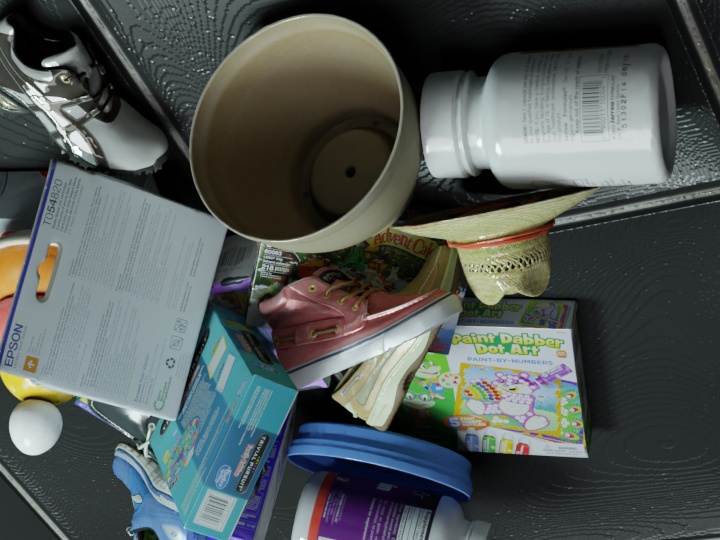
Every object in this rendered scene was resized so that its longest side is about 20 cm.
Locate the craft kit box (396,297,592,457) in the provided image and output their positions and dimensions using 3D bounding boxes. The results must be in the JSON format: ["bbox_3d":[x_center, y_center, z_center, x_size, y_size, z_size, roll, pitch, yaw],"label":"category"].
[{"bbox_3d":[0.127,0.107,1.791,0.199,0.049,0.198,1,133,16],"label":"craft kit box"}]

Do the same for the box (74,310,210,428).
[{"bbox_3d":[-0.184,0.107,1.774,0.117,0.049,0.200,34,134,-21],"label":"box"}]

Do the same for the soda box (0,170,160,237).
[{"bbox_3d":[-0.293,-0.053,1.726,0.199,0.069,0.064,0,138,17],"label":"soda box"}]

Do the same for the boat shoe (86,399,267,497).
[{"bbox_3d":[-0.183,0.163,1.755,0.199,0.061,0.076,22,140,-10],"label":"boat shoe"}]

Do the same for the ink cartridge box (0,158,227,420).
[{"bbox_3d":[-0.231,0.019,1.623,0.199,0.201,0.041,21,171,-37],"label":"ink cartridge box"}]

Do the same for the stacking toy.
[{"bbox_3d":[-0.297,0.075,1.663,0.145,0.201,0.146,7,157,3],"label":"stacking toy"}]

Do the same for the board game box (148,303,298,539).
[{"bbox_3d":[-0.128,0.134,1.621,0.047,0.200,0.152,22,100,-20],"label":"board game box"}]

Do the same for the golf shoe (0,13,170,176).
[{"bbox_3d":[-0.253,-0.157,1.596,0.199,0.078,0.095,27,137,-14],"label":"golf shoe"}]

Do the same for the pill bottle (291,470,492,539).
[{"bbox_3d":[0.033,0.281,1.858,0.199,0.113,0.113,10,138,10],"label":"pill bottle"}]

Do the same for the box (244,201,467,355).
[{"bbox_3d":[0.000,0.000,1.659,0.199,0.038,0.137,8,120,-8],"label":"box"}]

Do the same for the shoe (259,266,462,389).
[{"bbox_3d":[-0.006,0.034,1.580,0.200,0.071,0.091,-25,87,36],"label":"shoe"}]

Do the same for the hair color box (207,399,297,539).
[{"bbox_3d":[-0.120,0.227,1.875,0.064,0.201,0.110,14,139,4],"label":"hair color box"}]

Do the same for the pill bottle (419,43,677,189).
[{"bbox_3d":[0.156,-0.125,1.475,0.199,0.115,0.115,-2,136,18],"label":"pill bottle"}]

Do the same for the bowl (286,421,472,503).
[{"bbox_3d":[0.023,0.201,1.867,0.199,0.040,0.201,13,165,3],"label":"bowl"}]

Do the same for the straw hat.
[{"bbox_3d":[0.125,-0.016,1.534,0.200,0.201,0.086,-9,95,25],"label":"straw hat"}]

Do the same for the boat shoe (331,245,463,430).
[{"bbox_3d":[0.029,0.055,1.635,0.076,0.072,0.201,26,114,1],"label":"boat shoe"}]

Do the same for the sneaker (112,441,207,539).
[{"bbox_3d":[-0.210,0.236,1.791,0.078,0.089,0.200,28,180,-30],"label":"sneaker"}]

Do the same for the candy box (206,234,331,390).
[{"bbox_3d":[-0.147,0.053,1.793,0.199,0.072,0.168,-9,133,25],"label":"candy box"}]

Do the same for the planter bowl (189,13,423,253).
[{"bbox_3d":[-0.028,-0.101,1.523,0.199,0.201,0.135,-7,161,24],"label":"planter bowl"}]
